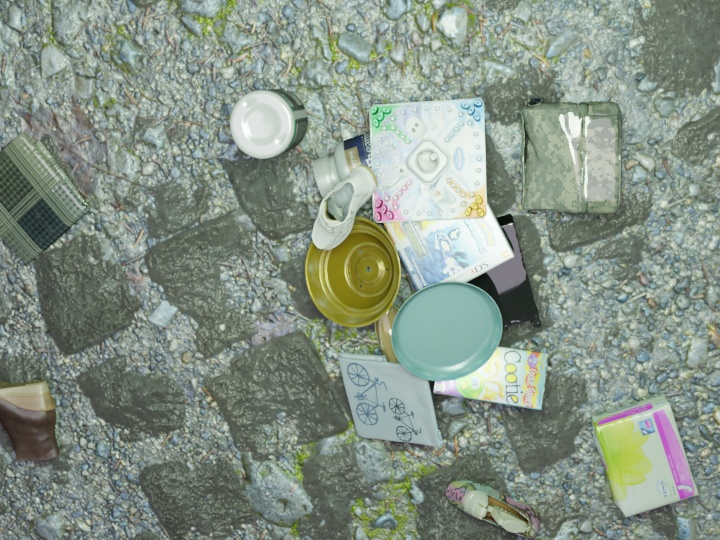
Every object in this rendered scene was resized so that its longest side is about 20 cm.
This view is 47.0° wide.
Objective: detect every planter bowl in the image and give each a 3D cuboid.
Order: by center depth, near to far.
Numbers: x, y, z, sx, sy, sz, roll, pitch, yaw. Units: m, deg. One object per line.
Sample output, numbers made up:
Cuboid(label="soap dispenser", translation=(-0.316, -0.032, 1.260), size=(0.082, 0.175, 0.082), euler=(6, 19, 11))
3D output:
Cuboid(label="planter bowl", translation=(0.000, 0.000, 1.545), size=(0.197, 0.083, 0.204), euler=(2, 94, 25))

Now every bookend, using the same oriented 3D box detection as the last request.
Cuboid(label="bookend", translation=(0.213, 0.024, 1.533), size=(0.196, 0.092, 0.203), euler=(-16, 101, 12))

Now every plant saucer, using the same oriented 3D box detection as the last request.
Cuboid(label="plant saucer", translation=(0.150, 0.103, 1.455), size=(0.197, 0.028, 0.203), euler=(-2, 117, -4))

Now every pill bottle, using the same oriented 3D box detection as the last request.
Cuboid(label="pill bottle", translation=(-0.153, -0.261, 1.460), size=(0.111, 0.200, 0.115), euler=(1, 102, 6))
Cuboid(label="pill bottle", translation=(0.018, -0.193, 1.499), size=(0.197, 0.111, 0.113), euler=(-18, 100, 10))

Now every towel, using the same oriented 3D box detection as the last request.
Cuboid(label="towel", translation=(-0.659, -0.144, 1.638), size=(0.192, 0.035, 0.201), euler=(-37, 98, 16))

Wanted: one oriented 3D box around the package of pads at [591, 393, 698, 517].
Cuboid(label="package of pads", translation=(0.536, 0.355, 1.578), size=(0.152, 0.068, 0.203), euler=(-20, 99, 10))

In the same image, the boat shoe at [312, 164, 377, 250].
Cuboid(label="boat shoe", translation=(-0.045, -0.103, 1.448), size=(0.071, 0.069, 0.201), euler=(45, 134, 12))

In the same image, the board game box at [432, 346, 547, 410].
Cuboid(label="board game box", translation=(0.239, 0.192, 1.548), size=(0.197, 0.105, 0.105), euler=(8, 83, 5))

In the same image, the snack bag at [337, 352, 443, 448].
Cuboid(label="snack bag", translation=(0.058, 0.246, 1.581), size=(0.197, 0.021, 0.191), euler=(1, 116, 32))

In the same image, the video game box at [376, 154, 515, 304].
Cuboid(label="video game box", translation=(0.147, -0.070, 1.452), size=(0.180, 0.047, 0.202), euler=(-28, 88, 10))

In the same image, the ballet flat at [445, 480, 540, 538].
Cuboid(label="ballet flat", translation=(0.264, 0.474, 1.635), size=(0.197, 0.071, 0.070), euler=(22, 105, 2))

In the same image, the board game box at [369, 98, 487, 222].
Cuboid(label="board game box", translation=(0.114, -0.187, 1.414), size=(0.196, 0.026, 0.204), euler=(-2, 93, 9))

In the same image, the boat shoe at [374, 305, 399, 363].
Cuboid(label="boat shoe", translation=(0.075, 0.164, 1.588), size=(0.071, 0.076, 0.203), euler=(-18, 99, 10))

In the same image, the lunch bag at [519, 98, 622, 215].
Cuboid(label="lunch bag", translation=(0.361, -0.198, 1.443), size=(0.165, 0.139, 0.204), euler=(-1, 101, 6))

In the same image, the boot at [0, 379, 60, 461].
Cuboid(label="boot", translation=(-0.728, 0.317, 1.719), size=(0.196, 0.072, 0.169), euler=(-4, 100, 4))
